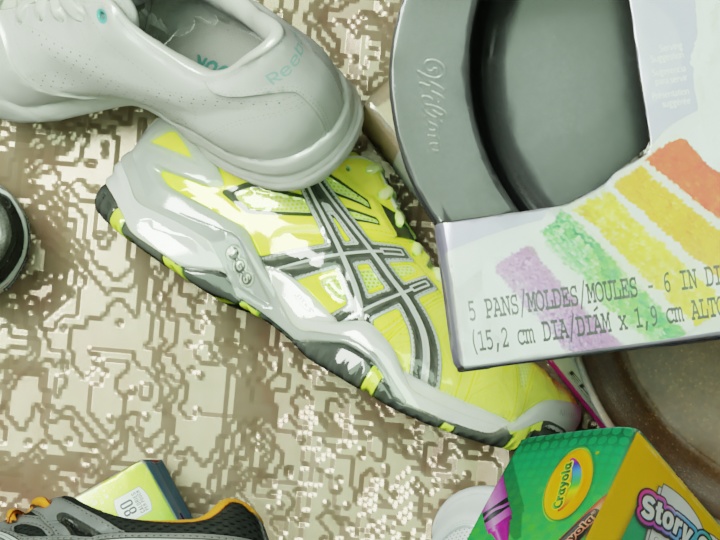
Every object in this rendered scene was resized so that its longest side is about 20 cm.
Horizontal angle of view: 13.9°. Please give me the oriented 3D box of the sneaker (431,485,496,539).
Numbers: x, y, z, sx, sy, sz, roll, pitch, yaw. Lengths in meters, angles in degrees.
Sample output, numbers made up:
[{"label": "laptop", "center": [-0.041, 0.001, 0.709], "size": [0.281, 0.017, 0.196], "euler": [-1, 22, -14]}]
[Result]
[{"label": "sneaker", "center": [0.031, 0.168, 1.056], "size": [0.075, 0.115, 0.200], "euler": [-8, 72, 30]}]

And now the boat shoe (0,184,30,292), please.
[{"label": "boat shoe", "center": [-0.225, -0.028, 1.117], "size": [0.200, 0.064, 0.071], "euler": [6, 86, 2]}]

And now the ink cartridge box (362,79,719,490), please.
[{"label": "ink cartridge box", "center": [0.123, -0.032, 1.105], "size": [0.165, 0.075, 0.200], "euler": [-39, 87, -2]}]

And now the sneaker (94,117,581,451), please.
[{"label": "sneaker", "center": [0.000, 0.000, 1.106], "size": [0.200, 0.075, 0.076], "euler": [32, 88, 2]}]

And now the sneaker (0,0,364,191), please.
[{"label": "sneaker", "center": [-0.095, -0.095, 1.081], "size": [0.200, 0.089, 0.075], "euler": [16, 68, 26]}]

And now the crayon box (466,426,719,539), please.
[{"label": "crayon box", "center": [0.108, 0.164, 1.033], "size": [0.200, 0.058, 0.119], "euler": [49, 53, -26]}]

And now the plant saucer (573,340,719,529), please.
[{"label": "plant saucer", "center": [0.169, 0.001, 1.049], "size": [0.200, 0.034, 0.201], "euler": [0, 88, -2]}]

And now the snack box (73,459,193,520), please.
[{"label": "snack box", "center": [-0.124, 0.190, 1.099], "size": [0.200, 0.068, 0.169], "euler": [-30, 86, 1]}]

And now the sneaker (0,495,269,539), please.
[{"label": "sneaker", "center": [-0.121, 0.118, 1.042], "size": [0.200, 0.078, 0.077], "euler": [3, 57, 7]}]

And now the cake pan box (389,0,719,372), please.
[{"label": "cake pan box", "center": [0.109, -0.067, 1.010], "size": [0.200, 0.052, 0.185], "euler": [-7, 86, -1]}]
